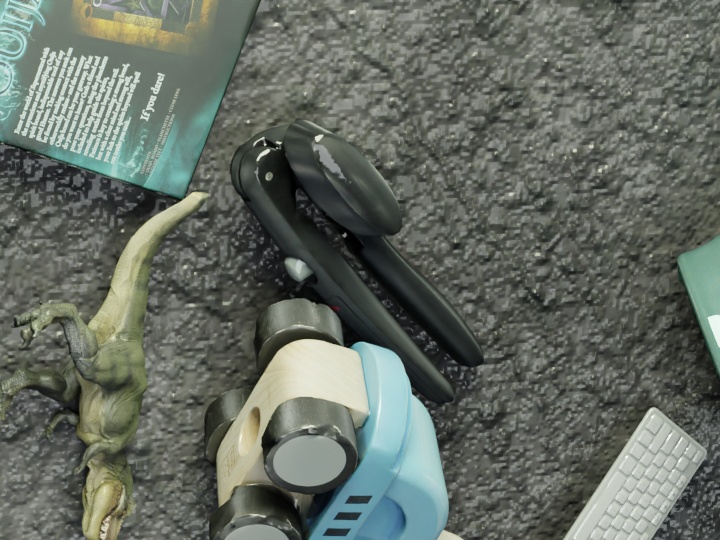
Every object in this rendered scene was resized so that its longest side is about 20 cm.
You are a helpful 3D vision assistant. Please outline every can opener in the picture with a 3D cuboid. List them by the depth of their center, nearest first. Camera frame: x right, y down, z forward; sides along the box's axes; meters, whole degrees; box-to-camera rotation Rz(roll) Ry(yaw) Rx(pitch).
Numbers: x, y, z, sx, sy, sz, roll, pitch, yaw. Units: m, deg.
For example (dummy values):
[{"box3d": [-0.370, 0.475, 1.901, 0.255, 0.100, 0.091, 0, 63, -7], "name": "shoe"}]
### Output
[{"box3d": [0.000, 0.000, 1.152, 0.063, 0.079, 0.200, -40, 124, -9], "name": "can opener"}]

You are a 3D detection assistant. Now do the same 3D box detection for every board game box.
[{"box3d": [-0.115, -0.147, 1.081, 0.135, 0.028, 0.200, 18, 104, -21], "name": "board game box"}]

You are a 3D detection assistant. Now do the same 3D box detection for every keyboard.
[{"box3d": [0.127, 0.173, 1.251, 0.056, 0.011, 0.200, 39, 83, -41], "name": "keyboard"}]

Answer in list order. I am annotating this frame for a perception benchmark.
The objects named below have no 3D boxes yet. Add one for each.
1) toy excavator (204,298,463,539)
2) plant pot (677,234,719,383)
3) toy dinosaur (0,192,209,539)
[{"box3d": [0.010, 0.134, 1.174, 0.200, 0.100, 0.195, 18, 124, -20], "name": "toy excavator"}, {"box3d": [0.278, 0.024, 1.181, 0.188, 0.200, 0.200, -21, 114, 8], "name": "plant pot"}, {"box3d": [-0.141, 0.048, 1.131, 0.088, 0.047, 0.200, 1, 115, -32], "name": "toy dinosaur"}]
